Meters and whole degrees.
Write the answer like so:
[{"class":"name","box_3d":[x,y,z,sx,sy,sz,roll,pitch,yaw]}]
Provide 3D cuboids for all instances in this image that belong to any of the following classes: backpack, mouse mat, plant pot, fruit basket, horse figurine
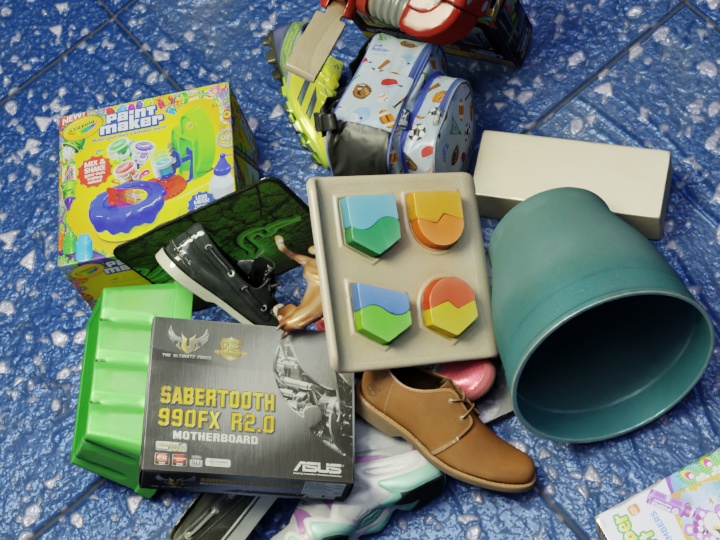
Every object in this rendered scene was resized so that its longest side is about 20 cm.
[{"class":"backpack","box_3d":[0.042,-0.152,1.458,0.152,0.201,0.192,8,57,9]},{"class":"mouse mat","box_3d":[-0.134,-0.023,1.418,0.198,0.161,0.008,-22,57,18]},{"class":"plant pot","box_3d":[0.210,0.029,1.326,0.198,0.201,0.189,-21,46,1]},{"class":"fruit basket","box_3d":[-0.181,0.119,1.402,0.213,0.156,0.218,10,62,-19]},{"class":"horse figurine","box_3d":[0.000,0.000,1.371,0.197,0.050,0.133,-7,32,-13]}]

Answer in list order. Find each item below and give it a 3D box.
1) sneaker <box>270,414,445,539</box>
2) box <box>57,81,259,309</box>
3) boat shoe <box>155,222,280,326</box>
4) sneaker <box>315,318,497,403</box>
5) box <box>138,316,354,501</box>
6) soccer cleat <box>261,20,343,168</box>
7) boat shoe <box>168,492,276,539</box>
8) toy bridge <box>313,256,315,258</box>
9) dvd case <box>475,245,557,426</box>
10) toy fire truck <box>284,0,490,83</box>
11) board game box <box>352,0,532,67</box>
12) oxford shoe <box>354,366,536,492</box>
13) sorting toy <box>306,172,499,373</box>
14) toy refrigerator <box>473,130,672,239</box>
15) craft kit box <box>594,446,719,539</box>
[{"class":"sneaker","box_3d":[-0.029,0.202,1.356,0.198,0.078,0.140,-27,59,-12]},{"class":"box","box_3d":[-0.217,-0.077,1.510,0.197,0.122,0.195,-11,60,7]},{"class":"boat shoe","box_3d":[-0.117,0.011,1.398,0.066,0.199,0.075,-50,35,6]},{"class":"sneaker","box_3d":[0.038,0.082,1.371,0.198,0.087,0.074,17,70,21]},{"class":"box","box_3d":[-0.105,0.131,1.303,0.197,0.048,0.160,6,59,-10]},{"class":"soccer cleat","box_3d":[-0.052,-0.208,1.572,0.083,0.065,0.202,-20,60,-1]},{"class":"boat shoe","box_3d":[-0.112,0.199,1.349,0.201,0.063,0.071,-55,20,-5]},{"class":"toy bridge","box_3d":[0.032,0.018,1.439,0.198,0.027,0.068,22,70,24]},{"class":"dvd case","box_3d":[0.096,0.072,1.421,0.147,0.016,0.201,-24,60,1]},{"class":"toy fire truck","box_3d":[0.023,-0.271,1.396,0.175,0.128,0.202,30,102,19]},{"class":"board game box","box_3d":[0.079,-0.293,1.523,0.198,0.165,0.057,15,85,19]},{"class":"oxford shoe","box_3d":[0.089,0.146,1.323,0.199,0.071,0.072,30,116,1]},{"class":"sorting toy","box_3d":[0.047,-0.003,1.318,0.198,0.036,0.188,-3,80,-31]},{"class":"toy refrigerator","box_3d":[0.222,-0.089,1.446,0.198,0.070,0.077,8,72,17]},{"class":"craft kit box","box_3d":[0.346,0.266,1.250,0.196,0.049,0.201,-30,61,0]}]
